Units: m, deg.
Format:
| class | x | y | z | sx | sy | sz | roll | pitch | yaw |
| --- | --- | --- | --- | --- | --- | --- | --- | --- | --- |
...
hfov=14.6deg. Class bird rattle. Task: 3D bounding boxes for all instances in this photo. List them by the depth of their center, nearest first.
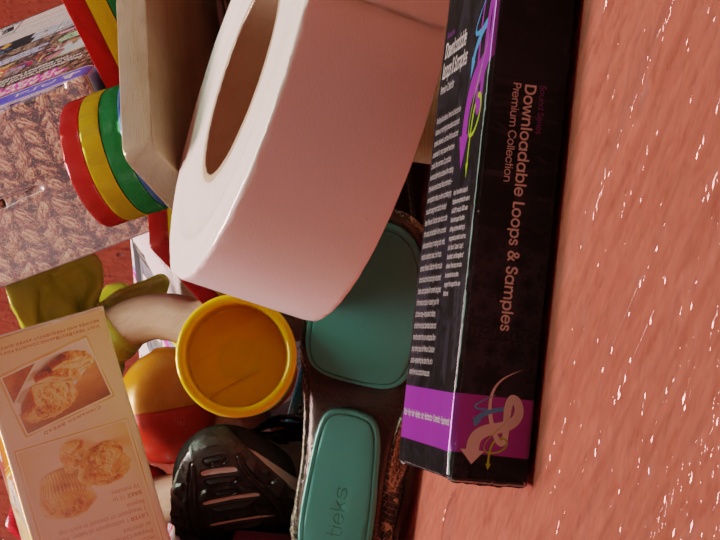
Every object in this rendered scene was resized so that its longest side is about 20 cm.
| class | x | y | z | sx | sy | sz | roll | pitch | yaw |
| --- | --- | --- | --- | --- | --- | --- | --- | --- | --- |
| bird rattle | -0.131 | 0.087 | 1.596 | 0.112 | 0.162 | 0.202 | 19 | -116 | -60 |

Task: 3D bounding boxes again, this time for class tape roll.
| class | x | y | z | sx | sy | sz | roll | pitch | yaw |
| --- | --- | --- | --- | --- | --- | --- | --- | --- | --- |
| tape roll | -0.025 | -0.082 | 1.319 | 0.202 | 0.070 | 0.204 | -161 | 90 | -77 |

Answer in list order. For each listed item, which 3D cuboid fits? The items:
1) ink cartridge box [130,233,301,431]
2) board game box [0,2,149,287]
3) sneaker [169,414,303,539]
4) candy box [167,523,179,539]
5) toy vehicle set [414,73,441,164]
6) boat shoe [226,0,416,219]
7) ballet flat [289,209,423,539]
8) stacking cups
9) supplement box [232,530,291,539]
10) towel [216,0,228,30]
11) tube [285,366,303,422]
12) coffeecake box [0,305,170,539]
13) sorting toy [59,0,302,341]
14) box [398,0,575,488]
| class | x | y | z | sx | sy | sz | roll | pitch | yaw |
| --- | --- | --- | --- | --- | --- | --- | --- | --- | --- |
| ink cartridge box | -0.079 | 0.035 | 1.727 | 0.148 | 0.085 | 0.201 | -132 | 31 | -51 |
| board game box | -0.182 | -0.080 | 1.635 | 0.097 | 0.159 | 0.200 | 64 | -161 | -18 |
| sneaker | -0.051 | 0.110 | 1.482 | 0.200 | 0.073 | 0.080 | 47 | -144 | -66 |
| candy box | -0.106 | 0.206 | 1.644 | 0.102 | 0.026 | 0.201 | 121 | 159 | -60 |
| toy vehicle set | 0.041 | -0.171 | 1.412 | 0.124 | 0.026 | 0.201 | 106 | 169 | -61 |
| boat shoe | -0.014 | -0.088 | 1.461 | 0.067 | 0.072 | 0.201 | 27 | 140 | 58 |
| ballet flat | 0.004 | 0.055 | 1.386 | 0.075 | 0.067 | 0.201 | -47 | -32 | -66 |
| stacking cups | -0.060 | 0.045 | 1.453 | 0.200 | 0.060 | 0.061 | 84 | -167 | -88 |
| supplement box | -0.040 | 0.234 | 1.484 | 0.200 | 0.085 | 0.111 | 105 | 171 | -55 |
| towel | -0.042 | -0.182 | 1.580 | 0.191 | 0.032 | 0.202 | 11 | -109 | -71 |
| tube | -0.009 | 0.034 | 1.626 | 0.077 | 0.050 | 0.202 | 166 | 116 | -81 |
| coffeecake box | -0.143 | 0.132 | 1.482 | 0.154 | 0.073 | 0.201 | 135 | 118 | -79 |
| sorting toy | -0.098 | -0.085 | 1.517 | 0.199 | 0.069 | 0.201 | 50 | -151 | -50 |
| box | 0.050 | -0.019 | 1.108 | 0.143 | 0.036 | 0.202 | 174 | 101 | -84 |
